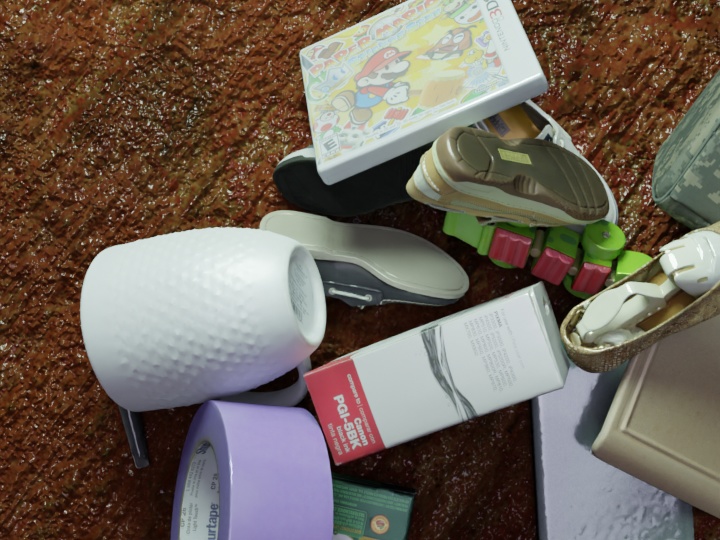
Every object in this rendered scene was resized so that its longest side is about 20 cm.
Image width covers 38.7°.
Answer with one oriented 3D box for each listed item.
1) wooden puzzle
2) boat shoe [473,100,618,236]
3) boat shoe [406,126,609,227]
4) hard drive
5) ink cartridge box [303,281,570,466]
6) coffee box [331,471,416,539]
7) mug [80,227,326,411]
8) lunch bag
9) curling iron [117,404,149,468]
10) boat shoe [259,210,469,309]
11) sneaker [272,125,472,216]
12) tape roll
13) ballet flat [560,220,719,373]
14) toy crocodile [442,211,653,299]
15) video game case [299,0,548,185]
[{"bbox_3d":[0.309,0.103,0.903,0.184,0.037,0.201,27,86,-18],"label":"wooden puzzle"},{"bbox_3d":[0.160,-0.106,0.929,0.071,0.070,0.200,-40,87,1],"label":"boat shoe"},{"bbox_3d":[0.122,-0.068,0.855,0.199,0.076,0.072,13,53,-36],"label":"boat shoe"},{"bbox_3d":[0.226,0.162,0.932,0.138,0.033,0.202,-3,87,3],"label":"hard drive"},{"bbox_3d":[0.071,0.085,0.870,0.199,0.147,0.084,-21,86,14],"label":"ink cartridge box"},{"bbox_3d":[-0.027,0.288,0.933,0.122,0.044,0.202,10,87,6],"label":"coffee box"},{"bbox_3d":[-0.116,0.055,0.896,0.174,0.148,0.201,-11,129,18],"label":"mug"},{"bbox_3d":[0.364,-0.100,0.861,0.167,0.140,0.201,33,122,1],"label":"lunch bag"},{"bbox_3d":[-0.218,0.085,0.962,0.049,0.026,0.202,-6,87,6],"label":"curling iron"},{"bbox_3d":[0.000,0.000,0.950,0.198,0.073,0.063,15,131,-2],"label":"boat shoe"},{"bbox_3d":[0.019,-0.123,0.936,0.199,0.084,0.121,-6,41,33],"label":"sneaker"},{"bbox_3d":[-0.095,0.212,0.849,0.084,0.200,0.202,9,87,-21],"label":"tape roll"},{"bbox_3d":[0.245,0.017,0.829,0.200,0.065,0.071,-41,51,21],"label":"ballet flat"},{"bbox_3d":[0.169,-0.017,0.916,0.199,0.068,0.062,21,44,5],"label":"toy crocodile"},{"bbox_3d":[0.046,-0.175,0.890,0.199,0.023,0.183,-22,44,12],"label":"video game case"}]
